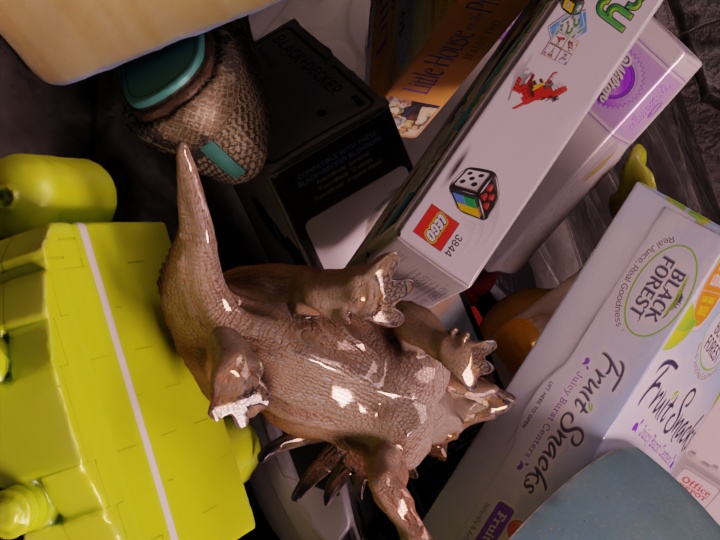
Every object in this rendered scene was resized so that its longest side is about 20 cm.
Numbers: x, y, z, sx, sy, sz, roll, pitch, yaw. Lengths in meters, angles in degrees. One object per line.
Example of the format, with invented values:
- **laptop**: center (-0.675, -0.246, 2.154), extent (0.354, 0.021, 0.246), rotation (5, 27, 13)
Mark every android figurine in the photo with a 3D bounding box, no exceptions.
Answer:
- **android figurine**: center (-0.087, 0.047, 0.637), extent (0.200, 0.041, 0.184), rotation (-16, 89, -76)

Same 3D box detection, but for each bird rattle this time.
- **bird rattle**: center (0.102, 0.027, 0.961), extent (0.162, 0.200, 0.113), rotation (-28, 86, -31)

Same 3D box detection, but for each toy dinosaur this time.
- **toy dinosaur**: center (-0.020, 0.034, 0.661), extent (0.200, 0.086, 0.135), rotation (39, -7, -27)

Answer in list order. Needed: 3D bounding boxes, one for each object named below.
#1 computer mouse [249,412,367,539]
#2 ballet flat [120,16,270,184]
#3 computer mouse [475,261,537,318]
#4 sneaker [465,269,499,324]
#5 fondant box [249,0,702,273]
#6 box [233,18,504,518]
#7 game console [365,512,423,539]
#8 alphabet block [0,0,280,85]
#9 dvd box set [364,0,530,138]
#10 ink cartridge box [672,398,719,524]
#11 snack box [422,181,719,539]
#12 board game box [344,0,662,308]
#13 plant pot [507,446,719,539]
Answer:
- **computer mouse**: center (-0.021, 0.108, 0.762), extent (0.110, 0.043, 0.202), rotation (71, 5, -58)
- **ballet flat**: center (-0.072, -0.107, 0.766), extent (0.075, 0.067, 0.201), rotation (47, 20, -42)
- **computer mouse**: center (0.034, -0.035, 1.087), extent (0.200, 0.052, 0.139), rotation (46, 27, -33)
- **sneaker**: center (0.038, 0.015, 0.979), extent (0.200, 0.084, 0.078), rotation (36, 40, -62)
- **fondant box**: center (0.050, -0.118, 0.925), extent (0.200, 0.145, 0.058), rotation (45, 12, 13)
- **box**: center (0.000, 0.000, 0.824), extent (0.117, 0.060, 0.201), rotation (48, -15, 55)
- **game console**: center (0.093, 0.191, 0.931), extent (0.200, 0.170, 0.120), rotation (-14, 112, -72)
- **alphabet block**: center (-0.082, -0.223, 0.670), extent (0.200, 0.195, 0.197), rotation (55, 23, -43)
- **dvd box set**: center (0.044, -0.157, 0.749), extent (0.200, 0.029, 0.148), rotation (134, -37, -68)
- **ink cartridge box**: center (0.173, 0.112, 1.078), extent (0.082, 0.201, 0.147), rotation (32, 24, -8)
- **snack box**: center (0.099, 0.076, 0.797), extent (0.053, 0.201, 0.142), rotation (31, -3, 22)
- **board game box**: center (0.069, -0.076, 0.676), extent (0.034, 0.201, 0.126), rotation (35, -10, -3)
- **plant pot**: center (0.106, 0.190, 0.720), extent (0.134, 0.201, 0.200), rotation (35, 3, 24)
